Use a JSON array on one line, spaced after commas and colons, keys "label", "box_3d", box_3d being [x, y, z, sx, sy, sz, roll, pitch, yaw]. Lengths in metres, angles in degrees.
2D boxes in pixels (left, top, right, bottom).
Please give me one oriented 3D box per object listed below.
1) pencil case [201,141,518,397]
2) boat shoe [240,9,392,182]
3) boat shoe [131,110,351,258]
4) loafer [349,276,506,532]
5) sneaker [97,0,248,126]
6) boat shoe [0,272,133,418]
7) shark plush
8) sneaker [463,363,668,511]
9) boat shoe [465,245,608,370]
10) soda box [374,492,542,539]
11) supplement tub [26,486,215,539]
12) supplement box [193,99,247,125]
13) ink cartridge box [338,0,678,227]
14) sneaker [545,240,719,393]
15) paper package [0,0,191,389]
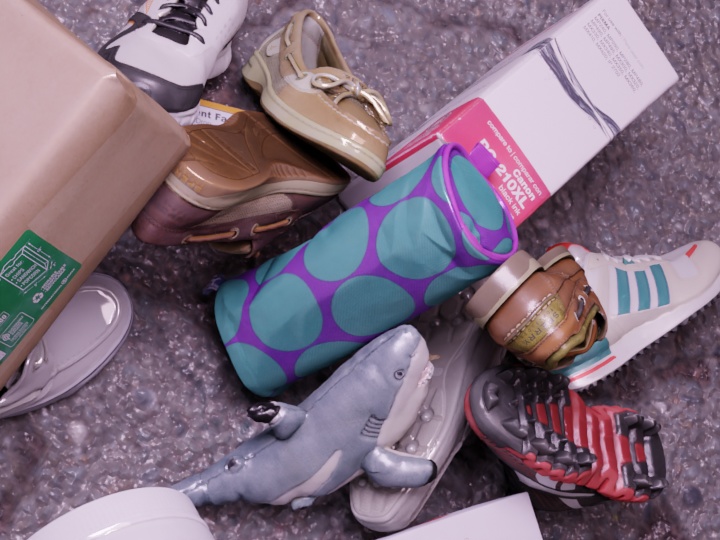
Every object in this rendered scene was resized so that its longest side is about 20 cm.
[{"label": "pencil case", "box_3d": [0.000, 0.000, 1.078, 0.085, 0.199, 0.093, 49, 30, -20]}, {"label": "boat shoe", "box_3d": [-0.022, -0.116, 1.108, 0.073, 0.201, 0.063, 32, 99, -24]}, {"label": "boat shoe", "box_3d": [-0.073, -0.046, 1.045, 0.072, 0.072, 0.200, 40, 20, 12]}, {"label": "loafer", "box_3d": [0.052, 0.092, 1.151, 0.070, 0.070, 0.201, 57, 49, -39]}, {"label": "sneaker", "box_3d": [-0.115, -0.150, 1.077, 0.073, 0.080, 0.200, 24, 25, -5]}, {"label": "boat shoe", "box_3d": [-0.215, 0.051, 1.025, 0.199, 0.066, 0.072, -21, 85, -31]}, {"label": "shark plush", "box_3d": [-0.046, 0.097, 1.077, 0.199, 0.083, 0.091, -17, 49, 6]}, {"label": "sneaker", "box_3d": [0.119, 0.116, 1.151, 0.200, 0.097, 0.071, 25, 55, -47]}, {"label": "boat shoe", "box_3d": [0.118, 0.032, 1.096, 0.068, 0.072, 0.200, 44, 14, 10]}, {"label": "soda box", "box_3d": [0.024, 0.203, 1.109, 0.199, 0.064, 0.069, -14, 81, -30]}, {"label": "supplement tub", "box_3d": [-0.108, 0.236, 0.951, 0.131, 0.132, 0.201, -14, 58, -31]}, {"label": "supplement box", "box_3d": [-0.163, -0.082, 1.095, 0.199, 0.066, 0.069, 15, 65, -24]}, {"label": "ink cartridge box", "box_3d": [0.103, -0.092, 1.193, 0.200, 0.145, 0.085, -41, 97, -31]}, {"label": "sneaker", "box_3d": [0.184, 0.009, 1.249, 0.199, 0.070, 0.094, -33, 97, -29]}, {"label": "paper package", "box_3d": [-0.222, -0.059, 0.943, 0.190, 0.103, 0.200, 40, 90, 31]}]
